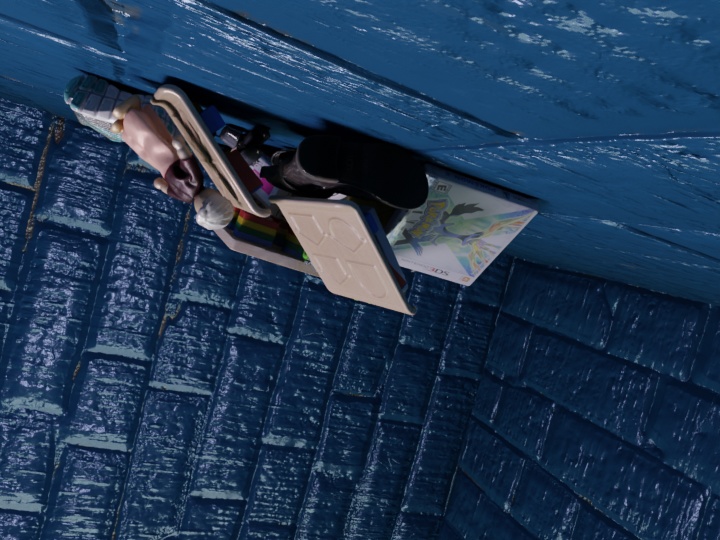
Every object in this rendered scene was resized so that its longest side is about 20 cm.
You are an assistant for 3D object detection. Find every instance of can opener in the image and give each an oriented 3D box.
[{"bbox_3d":[-0.189,-0.203,0.967,0.077,0.065,0.199,14,-175,-26],"label":"can opener"}]

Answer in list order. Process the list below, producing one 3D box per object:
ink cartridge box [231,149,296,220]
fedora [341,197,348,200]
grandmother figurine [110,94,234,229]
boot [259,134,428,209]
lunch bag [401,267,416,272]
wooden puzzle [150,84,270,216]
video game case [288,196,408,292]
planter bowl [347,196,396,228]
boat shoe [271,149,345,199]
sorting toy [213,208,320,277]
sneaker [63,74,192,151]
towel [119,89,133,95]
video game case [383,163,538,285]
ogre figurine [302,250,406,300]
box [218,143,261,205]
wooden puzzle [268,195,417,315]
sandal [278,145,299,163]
[{"bbox_3d":[-0.161,-0.176,1.201,0.199,0.076,0.163,42,-164,30],"label":"ink cartridge box"},{"bbox_3d":[0.024,-0.139,1.252,0.195,0.093,0.177,15,-170,-5],"label":"fedora"},{"bbox_3d":[-0.245,-0.138,0.775,0.201,0.061,0.121,48,154,-4],"label":"grandmother figurine"},{"bbox_3d":[-0.025,-0.122,0.768,0.195,0.071,0.173,15,173,-19],"label":"boot"},{"bbox_3d":[0.147,-0.063,1.024,0.157,0.077,0.199,-14,-172,27],"label":"lunch bag"},{"bbox_3d":[-0.200,-0.167,0.799,0.202,0.046,0.185,54,168,-23],"label":"wooden puzzle"},{"bbox_3d":[-0.028,-0.041,0.863,0.197,0.018,0.145,13,140,45],"label":"video game case"},{"bbox_3d":[0.039,-0.110,0.985,0.195,0.086,0.201,-15,-172,2],"label":"planter bowl"},{"bbox_3d":[-0.090,-0.176,1.044,0.063,0.073,0.198,10,-171,-45],"label":"boat shoe"},{"bbox_3d":[-0.171,-0.068,1.123,0.195,0.071,0.199,18,-173,-29],"label":"sorting toy"},{"bbox_3d":[-0.357,-0.233,0.914,0.196,0.079,0.091,23,160,-18],"label":"sneaker"},{"bbox_3d":[-0.384,-0.287,1.026,0.141,0.023,0.198,20,-176,33],"label":"towel"},{"bbox_3d":[0.132,-0.058,0.859,0.178,0.022,0.201,15,141,-15],"label":"video game case"},{"bbox_3d":[0.000,0.000,1.010,0.199,0.099,0.120,40,168,-6],"label":"ogre figurine"},{"bbox_3d":[-0.241,-0.191,1.300,0.200,0.050,0.199,55,-157,18],"label":"box"},{"bbox_3d":[-0.019,-0.031,0.795,0.183,0.046,0.202,13,144,50],"label":"wooden puzzle"},{"bbox_3d":[-0.063,-0.167,0.888,0.073,0.049,0.200,7,-179,23],"label":"sandal"}]
